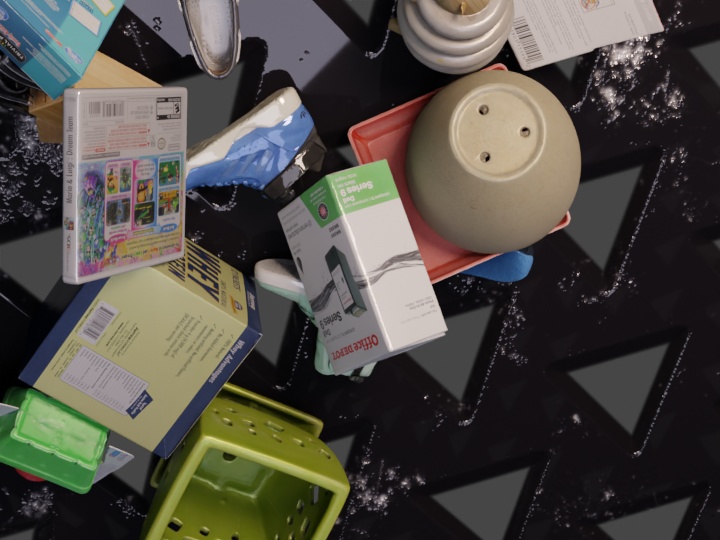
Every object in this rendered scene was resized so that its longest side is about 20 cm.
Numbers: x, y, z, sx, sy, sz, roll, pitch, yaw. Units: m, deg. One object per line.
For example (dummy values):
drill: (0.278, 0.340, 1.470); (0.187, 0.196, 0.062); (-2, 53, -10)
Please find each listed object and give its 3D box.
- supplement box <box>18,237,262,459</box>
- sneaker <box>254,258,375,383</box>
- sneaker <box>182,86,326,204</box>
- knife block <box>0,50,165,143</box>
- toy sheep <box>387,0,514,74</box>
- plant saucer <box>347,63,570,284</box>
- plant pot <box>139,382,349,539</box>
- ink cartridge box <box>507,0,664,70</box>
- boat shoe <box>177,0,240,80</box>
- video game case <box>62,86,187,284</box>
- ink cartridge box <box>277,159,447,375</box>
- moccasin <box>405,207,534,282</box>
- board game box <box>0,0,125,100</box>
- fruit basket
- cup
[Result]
supplement box: (-0.250, 0.066, 1.436); (0.198, 0.135, 0.201); (33, 107, -22)
sneaker: (-0.051, 0.066, 1.502); (0.198, 0.074, 0.120); (21, 107, -20)
sneaker: (-0.131, -0.106, 1.406); (0.198, 0.077, 0.112); (-33, 107, 0)
knife block: (-0.285, -0.191, 1.289); (0.196, 0.176, 0.065); (3, 73, -11)
toy sheep: (0.098, -0.273, 1.325); (0.135, 0.200, 0.141); (-1, 79, 3)
plant saucer: (0.110, -0.104, 1.423); (0.197, 0.037, 0.203); (-23, 80, 1)
plant pot: (-0.147, 0.257, 1.519); (0.198, 0.182, 0.201); (22, 111, -19)
ink cartridge box: (0.212, -0.325, 1.329); (0.174, 0.045, 0.201); (-10, 123, 36)
boat shoe: (-0.163, -0.300, 1.317); (0.072, 0.061, 0.203); (-6, 116, -6)
video game case: (-0.235, -0.092, 1.268); (0.023, 0.199, 0.186); (7, 101, 22)
ink cartridge box: (0.000, 0.000, 1.388); (0.083, 0.146, 0.203); (-17, 84, -30)
moccasin: (0.108, -0.038, 1.481); (0.197, 0.068, 0.081); (22, 126, 5)
board game box: (-0.309, -0.282, 1.222); (0.047, 0.202, 0.151); (-29, 119, 29)
fruit basket: (-0.377, 0.201, 1.481); (0.183, 0.199, 0.095); (26, 67, -18)
cup: (0.142, -0.129, 1.335); (0.196, 0.143, 0.204); (-1, 82, 4)
